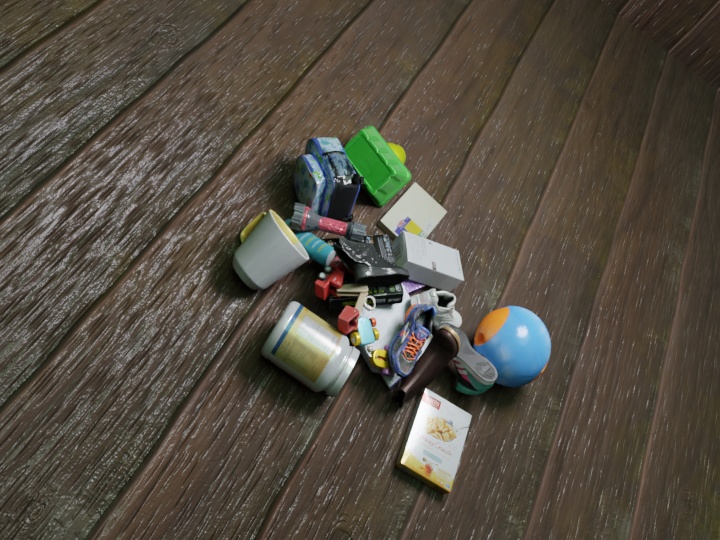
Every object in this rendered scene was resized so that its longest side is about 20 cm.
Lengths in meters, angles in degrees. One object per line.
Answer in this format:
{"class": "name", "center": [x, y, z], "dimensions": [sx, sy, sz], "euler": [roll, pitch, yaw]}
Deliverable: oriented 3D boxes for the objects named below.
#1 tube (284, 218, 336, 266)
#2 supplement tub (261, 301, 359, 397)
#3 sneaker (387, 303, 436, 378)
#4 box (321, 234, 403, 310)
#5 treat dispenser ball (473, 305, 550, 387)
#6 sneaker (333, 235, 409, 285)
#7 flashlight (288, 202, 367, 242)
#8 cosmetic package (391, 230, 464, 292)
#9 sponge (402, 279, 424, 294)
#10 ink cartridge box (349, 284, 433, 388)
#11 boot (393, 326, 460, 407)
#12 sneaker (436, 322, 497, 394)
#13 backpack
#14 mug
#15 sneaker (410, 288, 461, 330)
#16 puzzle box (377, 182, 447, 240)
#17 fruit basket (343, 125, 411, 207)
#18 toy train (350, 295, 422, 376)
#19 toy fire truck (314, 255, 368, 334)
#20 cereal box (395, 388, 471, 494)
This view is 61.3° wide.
{"class": "tube", "center": [-0.140, -0.071, 1.547], "dimensions": [0.197, 0.052, 0.077], "euler": [30, 47, 29]}
{"class": "supplement tub", "center": [-0.113, 0.183, 1.396], "dimensions": [0.197, 0.145, 0.146], "euler": [34, 56, -3]}
{"class": "sneaker", "center": [0.125, 0.158, 1.440], "dimensions": [0.074, 0.078, 0.204], "euler": [31, 61, -17]}
{"class": "box", "center": [0.000, 0.000, 1.547], "dimensions": [0.186, 0.048, 0.204], "euler": [-7, 51, -8]}
{"class": "treat dispenser ball", "center": [0.391, 0.196, 1.570], "dimensions": [0.195, 0.202, 0.207], "euler": [10, 60, -17]}
{"class": "sneaker", "center": [0.030, -0.024, 1.452], "dimensions": [0.195, 0.060, 0.107], "euler": [0, 61, -39]}
{"class": "flashlight", "center": [-0.081, -0.116, 1.542], "dimensions": [0.194, 0.069, 0.069], "euler": [14, 48, -7]}
{"class": "cosmetic package", "center": [0.181, -0.022, 1.643], "dimensions": [0.195, 0.074, 0.104], "euler": [15, 52, -28]}
{"class": "sponge", "center": [0.070, 0.027, 1.623], "dimensions": [0.196, 0.030, 0.114], "euler": [-20, 74, -30]}
{"class": "ink cartridge box", "center": [0.078, 0.159, 1.541], "dimensions": [0.198, 0.040, 0.203], "euler": [-34, 93, -31]}
{"class": "boot", "center": [0.157, 0.236, 1.452], "dimensions": [0.072, 0.202, 0.166], "euler": [38, 57, 15]}
{"class": "sneaker", "center": [0.258, 0.237, 1.548], "dimensions": [0.082, 0.123, 0.201], "euler": [-24, 56, -29]}
{"class": "backpack", "center": [-0.097, -0.245, 1.603], "dimensions": [0.143, 0.185, 0.204], "euler": [-7, 55, -22]}
{"class": "mug", "center": [-0.226, -0.041, 1.472], "dimensions": [0.152, 0.187, 0.150], "euler": [-40, 106, 4]}
{"class": "sneaker", "center": [0.219, 0.103, 1.577], "dimensions": [0.198, 0.098, 0.080], "euler": [25, 44, -45]}
{"class": "puzzle box", "center": [0.151, -0.151, 1.753], "dimensions": [0.133, 0.025, 0.200], "euler": [42, 56, 2]}
{"class": "fruit basket", "center": [0.053, -0.305, 1.747], "dimensions": [0.216, 0.155, 0.217], "euler": [46, 14, -15]}
{"class": "toy train", "center": [0.052, 0.167, 1.474], "dimensions": [0.200, 0.055, 0.152], "euler": [43, 55, -12]}
{"class": "toy fire truck", "center": [-0.032, 0.041, 1.445], "dimensions": [0.138, 0.050, 0.201], "euler": [25, 52, 18]}
{"class": "cereal box", "center": [0.179, 0.408, 1.466], "dimensions": [0.141, 0.040, 0.203], "euler": [29, 57, -7]}
